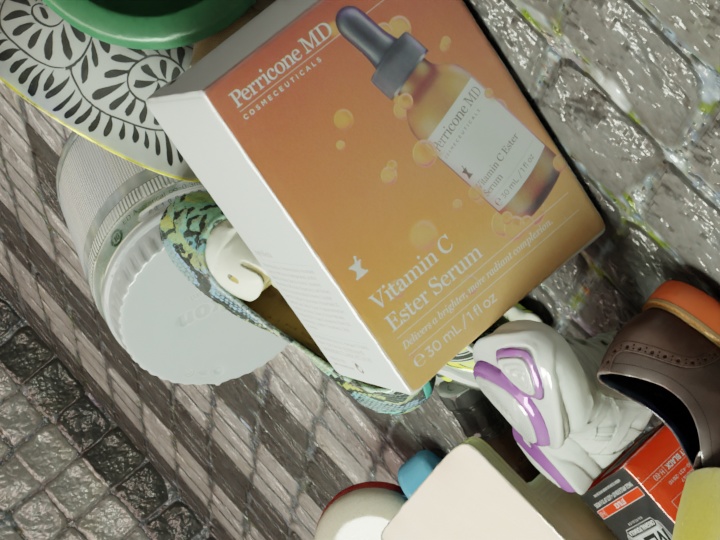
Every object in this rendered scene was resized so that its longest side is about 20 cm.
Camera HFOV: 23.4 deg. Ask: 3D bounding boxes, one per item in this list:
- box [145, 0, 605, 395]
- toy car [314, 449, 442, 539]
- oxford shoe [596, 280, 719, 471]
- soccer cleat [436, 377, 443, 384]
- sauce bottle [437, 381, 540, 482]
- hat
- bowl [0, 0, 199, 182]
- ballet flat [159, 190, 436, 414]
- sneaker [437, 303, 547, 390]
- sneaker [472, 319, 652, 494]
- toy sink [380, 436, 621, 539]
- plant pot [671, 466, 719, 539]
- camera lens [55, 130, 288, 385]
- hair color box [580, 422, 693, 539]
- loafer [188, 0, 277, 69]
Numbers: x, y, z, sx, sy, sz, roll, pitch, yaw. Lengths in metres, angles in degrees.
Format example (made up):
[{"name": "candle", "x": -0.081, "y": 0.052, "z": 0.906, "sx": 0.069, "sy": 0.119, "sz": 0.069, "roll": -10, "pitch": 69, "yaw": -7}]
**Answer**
[{"name": "box", "x": 0.008, "y": -0.059, "z": 0.952, "sx": 0.200, "sy": 0.152, "sz": 0.106, "roll": 55, "pitch": 164, "yaw": -17}, {"name": "toy car", "x": 0.043, "y": 0.258, "z": 1.602, "sx": 0.177, "sy": 0.184, "sz": 0.200, "roll": 51, "pitch": -168, "yaw": -2}, {"name": "oxford shoe", "x": 0.210, "y": 0.094, "z": 0.891, "sx": 0.200, "sy": 0.073, "sz": 0.071, "roll": 39, "pitch": 160, "yaw": 21}, {"name": "soccer cleat", "x": 0.000, "y": 0.000, "z": 1.215, "sx": 0.200, "sy": 0.086, "sz": 0.070, "roll": 52, "pitch": 163, "yaw": -4}, {"name": "sauce bottle", "x": 0.122, "y": 0.154, "z": 1.273, "sx": 0.200, "sy": 0.065, "sz": 0.065, "roll": 59, "pitch": 161, "yaw": -23}, {"name": "hat", "x": -0.124, "y": -0.226, "z": 1.050, "sx": 0.200, "sy": 0.166, "sz": 0.176, "roll": 45, "pitch": -172, "yaw": 0}, {"name": "bowl", "x": -0.157, "y": -0.152, "z": 1.123, "sx": 0.200, "sy": 0.094, "sz": 0.201, "roll": 33, "pitch": -167, "yaw": -9}, {"name": "ballet flat", "x": -0.035, "y": 0.011, "z": 1.048, "sx": 0.200, "sy": 0.074, "sz": 0.074, "roll": 33, "pitch": 162, "yaw": 3}, {"name": "sneaker", "x": 0.030, "y": 0.021, "z": 1.116, "sx": 0.199, "sy": 0.076, "sz": 0.076, "roll": 12, "pitch": 158, "yaw": -18}, {"name": "sneaker", "x": 0.122, "y": 0.058, "z": 0.979, "sx": 0.075, "sy": 0.100, "sz": 0.200, "roll": 48, "pitch": 177, "yaw": 24}, {"name": "toy sink", "x": 0.136, "y": 0.194, "z": 1.168, "sx": 0.200, "sy": 0.112, "sz": 0.130, "roll": 44, "pitch": 131, "yaw": 11}, {"name": "plant pot", "x": 0.229, "y": 0.204, "z": 0.850, "sx": 0.200, "sy": 0.142, "sz": 0.200, "roll": 24, "pitch": 167, "yaw": 6}, {"name": "camera lens", "x": -0.131, "y": -0.034, "z": 1.283, "sx": 0.200, "sy": 0.160, "sz": 0.160, "roll": 61, "pitch": 176, "yaw": 48}, {"name": "hair color box", "x": 0.233, "y": 0.184, "z": 1.055, "sx": 0.200, "sy": 0.061, "sz": 0.102, "roll": 47, "pitch": 162, "yaw": 8}, {"name": "loafer", "x": -0.066, "y": -0.087, "z": 1.057, "sx": 0.076, "sy": 0.067, "sz": 0.200, "roll": 28, "pitch": 151, "yaw": 31}]
